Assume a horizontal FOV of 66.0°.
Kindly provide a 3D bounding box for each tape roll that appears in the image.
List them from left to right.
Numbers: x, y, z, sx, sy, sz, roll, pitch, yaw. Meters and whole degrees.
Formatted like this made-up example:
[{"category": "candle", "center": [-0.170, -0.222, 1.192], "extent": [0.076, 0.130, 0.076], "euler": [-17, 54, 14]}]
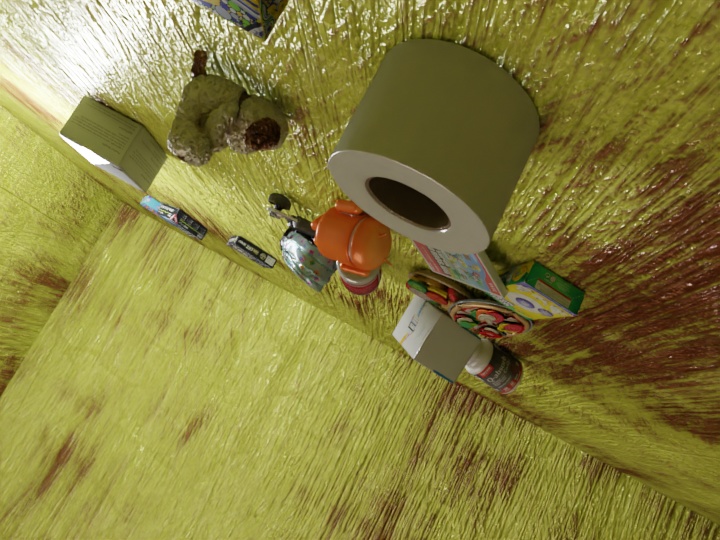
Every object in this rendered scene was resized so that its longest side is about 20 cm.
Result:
[{"category": "tape roll", "center": [0.081, -0.130, 0.618], "extent": [0.200, 0.141, 0.203], "euler": [28, 169, 6]}]

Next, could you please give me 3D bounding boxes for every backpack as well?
[{"category": "backpack", "center": [-0.134, -0.031, 1.535], "extent": [0.165, 0.128, 0.200], "euler": [29, -175, -32]}]

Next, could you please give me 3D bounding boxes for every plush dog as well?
[{"category": "plush dog", "center": [-0.197, -0.246, 0.888], "extent": [0.168, 0.164, 0.201], "euler": [16, -161, -8]}]

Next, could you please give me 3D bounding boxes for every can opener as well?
[{"category": "can opener", "center": [-0.155, -0.137, 1.408], "extent": [0.053, 0.068, 0.198], "euler": [15, 176, 46]}]

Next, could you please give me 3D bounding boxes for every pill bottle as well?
[{"category": "pill bottle", "center": [0.000, 0.000, 1.435], "extent": [0.110, 0.114, 0.200], "euler": [26, 168, 10]}, {"category": "pill bottle", "center": [0.389, 0.281, 1.688], "extent": [0.198, 0.118, 0.115], "euler": [32, 168, -17]}]

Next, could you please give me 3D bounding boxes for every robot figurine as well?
[{"category": "robot figurine", "center": [-0.015, -0.067, 1.176], "extent": [0.197, 0.147, 0.116], "euler": [20, -177, 37]}]

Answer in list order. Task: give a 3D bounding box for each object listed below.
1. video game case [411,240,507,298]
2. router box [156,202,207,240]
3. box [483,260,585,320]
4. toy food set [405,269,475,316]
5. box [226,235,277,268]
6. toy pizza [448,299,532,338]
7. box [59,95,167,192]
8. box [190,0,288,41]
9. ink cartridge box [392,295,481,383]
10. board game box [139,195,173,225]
[{"category": "video game case", "center": [0.173, -0.024, 1.041], "extent": [0.199, 0.018, 0.144], "euler": [24, 158, 52]}, {"category": "router box", "center": [-0.838, -0.229, 2.606], "extent": [0.148, 0.063, 0.200], "euler": [21, 166, 39]}, {"category": "box", "center": [0.312, 0.042, 1.035], "extent": [0.116, 0.049, 0.200], "euler": [31, 170, -5]}, {"category": "toy food set", "center": [0.199, 0.060, 1.376], "extent": [0.195, 0.049, 0.200], "euler": [26, 168, 17]}, {"category": "box", "center": [-0.473, -0.078, 2.409], "extent": [0.198, 0.050, 0.160], "euler": [34, 166, -23]}, {"category": "toy pizza", "center": [0.302, 0.121, 1.301], "extent": [0.195, 0.032, 0.201], "euler": [14, 158, 6]}, {"category": "box", "center": [-0.683, -0.348, 1.551], "extent": [0.196, 0.133, 0.200], "euler": [28, 168, 6]}, {"category": "box", "center": [-0.172, -0.327, 0.574], "extent": [0.197, 0.065, 0.070], "euler": [28, 169, 2]}, {"category": "ink cartridge box", "center": [0.205, 0.183, 1.535], "extent": [0.146, 0.146, 0.200], "euler": [32, -176, -19]}, {"category": "board game box", "center": [-0.975, -0.291, 2.721], "extent": [0.199, 0.046, 0.151], "euler": [36, 167, -26]}]
